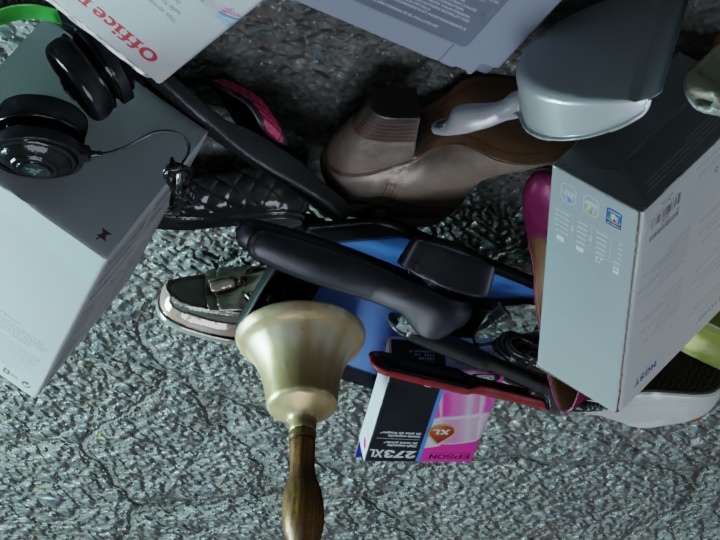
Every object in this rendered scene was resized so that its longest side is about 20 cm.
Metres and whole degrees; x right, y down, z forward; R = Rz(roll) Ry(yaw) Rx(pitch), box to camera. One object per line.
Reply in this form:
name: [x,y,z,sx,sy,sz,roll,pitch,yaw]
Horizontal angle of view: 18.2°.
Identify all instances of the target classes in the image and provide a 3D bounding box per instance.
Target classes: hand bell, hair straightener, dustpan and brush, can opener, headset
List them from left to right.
headset: [-0.199,-0.107,1.541,0.199,0.124,0.094,30,162,15]
hand bell: [-0.043,0.134,1.718,0.104,0.201,0.104,-2,146,-1]
can opener: [0.000,0.000,1.663,0.199,0.079,0.063,15,-178,-19]
hair straightener: [0.110,0.067,1.743,0.199,0.041,0.077,17,109,-15]
dustpan and brush: [0.132,-0.128,1.552,0.199,0.140,0.057,-6,129,26]

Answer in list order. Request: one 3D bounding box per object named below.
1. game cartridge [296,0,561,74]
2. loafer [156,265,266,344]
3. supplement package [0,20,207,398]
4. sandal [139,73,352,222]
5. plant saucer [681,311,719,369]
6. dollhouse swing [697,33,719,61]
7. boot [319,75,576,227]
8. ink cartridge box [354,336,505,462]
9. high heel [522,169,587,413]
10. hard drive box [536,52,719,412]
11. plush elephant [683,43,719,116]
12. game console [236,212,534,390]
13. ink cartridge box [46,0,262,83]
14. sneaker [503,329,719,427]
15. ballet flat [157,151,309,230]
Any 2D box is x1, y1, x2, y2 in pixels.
game cartridge: [0.036,-0.211,1.528,0.199,0.041,0.133,21,145,-21]
loafer: [-0.066,0.021,1.843,0.199,0.072,0.063,8,129,-14]
supplement package: [-0.236,-0.044,1.656,0.151,0.151,0.200,35,140,0]
sandal: [-0.082,-0.107,1.663,0.200,0.045,0.075,35,176,-20]
plant saucer: [0.280,0.045,1.783,0.199,0.031,0.200,26,174,3]
dollhouse swing: [0.306,-0.029,1.625,0.181,0.177,0.200,9,145,-6]
boot: [0.070,-0.081,1.685,0.199,0.071,0.146,9,150,-4]
ink cartridge box: [0.055,0.118,1.854,0.094,0.037,0.200,1,149,-9]
high heel: [0.153,0.017,1.674,0.067,0.096,0.200,4,143,30]
hard drive box: [0.203,-0.025,1.582,0.077,0.156,0.201,30,141,27]
plush elephant: [0.294,-0.163,1.456,0.164,0.155,0.200,2,144,5]
game console: [0.033,0.035,1.772,0.199,0.116,0.176,21,109,-30]
ink cartridge box: [-0.119,-0.230,1.448,0.145,0.088,0.200,38,136,-19]
sneaker: [0.205,0.104,1.907,0.199,0.073,0.085,7,148,1]
ballet flat: [-0.132,-0.063,1.754,0.199,0.057,0.066,1,168,15]
